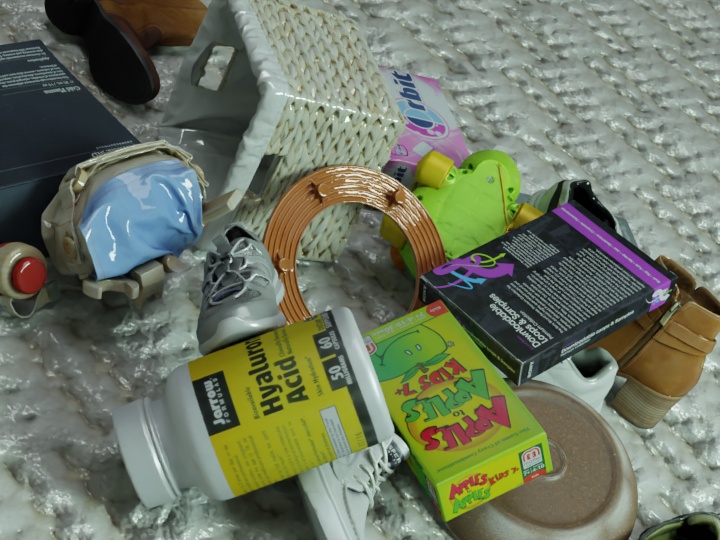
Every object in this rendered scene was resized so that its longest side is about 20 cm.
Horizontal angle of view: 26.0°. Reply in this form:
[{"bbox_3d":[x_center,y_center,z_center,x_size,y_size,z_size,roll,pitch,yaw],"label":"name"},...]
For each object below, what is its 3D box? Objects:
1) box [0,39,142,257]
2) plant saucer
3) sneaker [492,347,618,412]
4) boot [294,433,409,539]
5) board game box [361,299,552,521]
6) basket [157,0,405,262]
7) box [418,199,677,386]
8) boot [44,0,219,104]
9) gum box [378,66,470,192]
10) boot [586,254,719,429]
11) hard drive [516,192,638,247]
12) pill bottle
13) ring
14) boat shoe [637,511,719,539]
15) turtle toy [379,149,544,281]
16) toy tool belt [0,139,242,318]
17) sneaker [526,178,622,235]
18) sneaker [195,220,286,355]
[{"bbox_3d":[-0.325,-0.102,1.387,0.200,0.104,0.182,-18,53,-46],"label":"box"},{"bbox_3d":[0.154,0.171,1.355,0.200,0.037,0.201,9,52,-12],"label":"plant saucer"},{"bbox_3d":[0.151,0.083,1.459,0.200,0.099,0.078,10,37,-22],"label":"sneaker"},{"bbox_3d":[-0.004,0.161,1.256,0.095,0.074,0.200,-16,45,-8],"label":"boot"},{"bbox_3d":[0.070,0.115,1.331,0.101,0.048,0.200,-24,39,-11],"label":"board game box"},{"bbox_3d":[-0.080,-0.140,1.516,0.161,0.198,0.200,9,37,-27],"label":"basket"},{"bbox_3d":[0.173,0.017,1.448,0.200,0.036,0.143,-24,48,-30],"label":"box"},{"bbox_3d":[-0.220,-0.246,1.703,0.188,0.069,0.200,40,29,31],"label":"boot"},{"bbox_3d":[0.045,-0.148,1.721,0.113,0.066,0.200,10,37,-25],"label":"gum box"},{"bbox_3d":[0.254,0.043,1.530,0.200,0.155,0.074,35,35,12],"label":"boot"},{"bbox_3d":[0.217,-0.025,1.704,0.200,0.033,0.140,13,37,-20],"label":"hard drive"},{"bbox_3d":[-0.084,0.111,1.200,0.200,0.111,0.111,-21,46,-3],"label":"pill bottle"},{"bbox_3d":[0.000,0.000,1.434,0.200,0.019,0.201,5,80,-30],"label":"ring"},{"bbox_3d":[0.302,0.247,1.374,0.201,0.066,0.072,-8,46,-40],"label":"boat shoe"},{"bbox_3d":[0.107,-0.048,1.581,0.146,0.101,0.200,31,63,3],"label":"turtle toy"},{"bbox_3d":[-0.204,-0.029,1.302,0.123,0.125,0.200,15,39,44],"label":"toy tool belt"},{"bbox_3d":[0.247,-0.006,1.612,0.074,0.080,0.200,-31,86,-33],"label":"sneaker"},{"bbox_3d":[-0.109,0.013,1.282,0.075,0.082,0.200,-20,13,2],"label":"sneaker"}]
